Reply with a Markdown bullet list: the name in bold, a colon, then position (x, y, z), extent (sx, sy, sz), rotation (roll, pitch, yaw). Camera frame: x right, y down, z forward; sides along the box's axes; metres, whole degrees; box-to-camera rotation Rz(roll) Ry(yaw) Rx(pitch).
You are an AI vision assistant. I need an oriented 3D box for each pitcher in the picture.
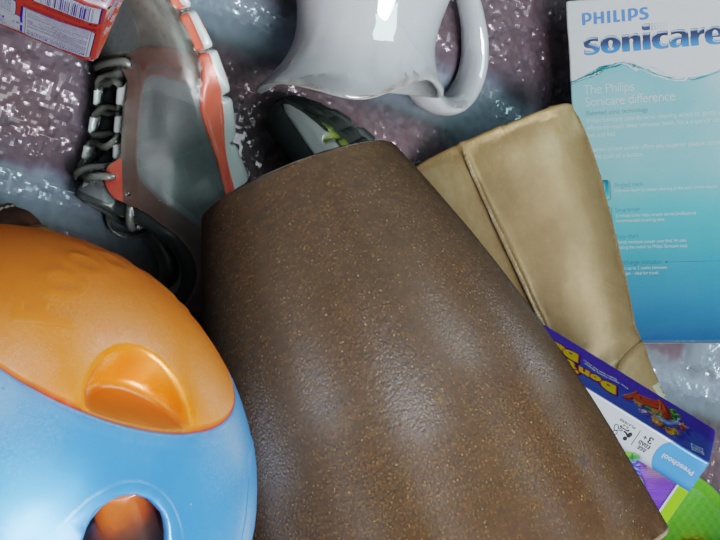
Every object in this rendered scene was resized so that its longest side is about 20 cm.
- **pitcher**: position (0.024, -0.185, 0.833), extent (0.171, 0.121, 0.201), rotation (2, 96, -57)

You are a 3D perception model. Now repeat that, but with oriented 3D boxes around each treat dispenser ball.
- **treat dispenser ball**: position (-0.139, 0.082, 0.587), extent (0.200, 0.201, 0.201), rotation (-1, 93, -29)

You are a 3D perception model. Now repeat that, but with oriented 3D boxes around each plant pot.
- **plant pot**: position (0.007, 0.053, 0.682), extent (0.187, 0.187, 0.200), rotation (-18, 81, -27)

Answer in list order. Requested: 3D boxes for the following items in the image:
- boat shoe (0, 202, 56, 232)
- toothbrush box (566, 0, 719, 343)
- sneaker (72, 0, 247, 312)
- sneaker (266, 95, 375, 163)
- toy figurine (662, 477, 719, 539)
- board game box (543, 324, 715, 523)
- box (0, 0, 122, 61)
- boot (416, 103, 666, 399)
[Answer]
- **boat shoe**: position (-0.229, 0.030, 0.716), extent (0.070, 0.070, 0.200), rotation (38, 61, 17)
- **toothbrush box**: position (0.203, -0.062, 0.900), extent (0.085, 0.146, 0.201), rotation (-15, 101, -64)
- **sneaker**: position (-0.107, -0.067, 0.778), extent (0.082, 0.077, 0.200), rotation (-23, 102, -18)
- **sneaker**: position (0.000, 0.000, 0.831), extent (0.085, 0.074, 0.200), rotation (-36, 85, 18)
- **toy figurine**: position (0.205, 0.197, 0.898), extent (0.200, 0.184, 0.151), rotation (10, 87, -29)
- **board game box**: position (0.055, 0.086, 0.783), extent (0.200, 0.045, 0.135), rotation (31, 112, 6)
- **box**: position (-0.188, -0.180, 0.682), extent (0.200, 0.100, 0.096), rotation (22, 80, -10)
- **boot**: position (0.074, 0.030, 0.884), extent (0.175, 0.066, 0.200), rotation (-22, 87, 4)
